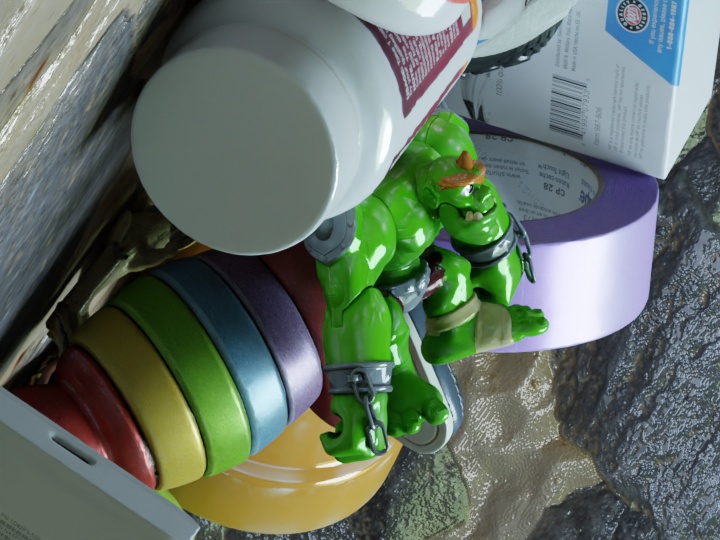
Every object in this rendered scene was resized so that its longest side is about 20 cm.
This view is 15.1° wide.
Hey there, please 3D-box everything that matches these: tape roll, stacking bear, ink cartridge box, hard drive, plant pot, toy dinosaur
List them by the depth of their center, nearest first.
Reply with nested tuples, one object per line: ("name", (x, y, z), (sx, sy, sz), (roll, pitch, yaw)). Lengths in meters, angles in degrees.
("hard drive", (-0.175, 0.154, 1.223), (0.200, 0.132, 0.026), (-57, 179, 27))
("stacking bear", (-0.105, 0.063, 1.345), (0.199, 0.122, 0.114), (-31, 163, -19))
("toy dinosaur", (-0.107, -0.026, 1.448), (0.101, 0.058, 0.200), (-39, -177, 37))
("ink cartridge box", (0.098, -0.155, 1.519), (0.145, 0.199, 0.084), (91, 24, -44))
("tape roll", (0.066, -0.025, 1.521), (0.200, 0.199, 0.066), (-53, 151, -63))
("plant pot", (-0.044, 0.028, 1.662), (0.200, 0.199, 0.184), (-55, 174, -44))

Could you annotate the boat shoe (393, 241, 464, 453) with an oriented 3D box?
("boat shoe", (0.000, 0.000, 1.407), (0.062, 0.200, 0.075), (-26, 167, -43))

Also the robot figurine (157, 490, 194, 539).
("robot figurine", (-0.169, 0.205, 1.624), (0.116, 0.175, 0.201), (28, 80, -55))

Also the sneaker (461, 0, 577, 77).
("sneaker", (0.077, -0.154, 1.431), (0.072, 0.073, 0.200), (-7, 163, -38))

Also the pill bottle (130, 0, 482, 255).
("pill bottle", (-0.024, -0.091, 1.230), (0.114, 0.114, 0.200), (-57, 178, 31))

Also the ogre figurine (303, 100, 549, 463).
("ogre figurine", (0.023, -0.001, 1.301), (0.200, 0.121, 0.098), (-32, -154, -36))

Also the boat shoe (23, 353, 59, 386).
("boat shoe", (-0.152, 0.077, 1.509), (0.070, 0.070, 0.200), (-52, 180, 20))

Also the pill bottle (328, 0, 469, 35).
("pill bottle", (0.035, -0.192, 0.965), (0.201, 0.112, 0.112), (-56, 179, 16))
